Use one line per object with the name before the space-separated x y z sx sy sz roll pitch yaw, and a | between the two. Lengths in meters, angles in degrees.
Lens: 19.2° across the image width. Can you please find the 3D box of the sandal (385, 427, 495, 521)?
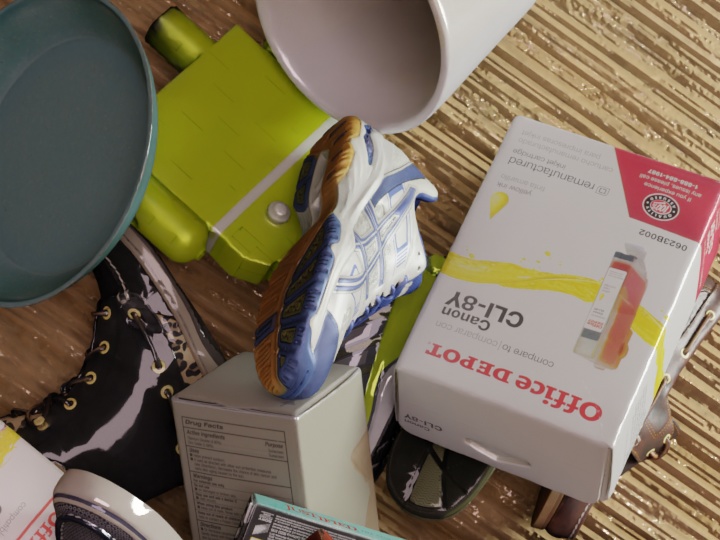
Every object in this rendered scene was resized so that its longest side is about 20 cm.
sandal | 0.086 0.078 1.372 0.080 0.057 0.201 36 74 20

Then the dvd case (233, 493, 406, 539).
dvd case | -0.032 0.240 1.238 0.146 0.022 0.200 18 101 -15

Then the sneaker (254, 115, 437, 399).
sneaker | 0.000 0.000 1.262 0.088 0.075 0.200 33 52 -21

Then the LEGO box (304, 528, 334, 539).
LEGO box | -0.044 0.268 1.187 0.200 0.077 0.149 -40 113 5

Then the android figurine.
android figurine | -0.074 -0.074 1.338 0.200 0.041 0.182 44 60 6

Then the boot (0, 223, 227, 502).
boot | -0.169 0.065 1.328 0.151 0.073 0.200 -33 97 -9

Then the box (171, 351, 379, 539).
box | -0.045 0.158 1.284 0.095 0.078 0.200 8 114 31

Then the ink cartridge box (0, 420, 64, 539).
ink cartridge box | -0.234 0.146 1.243 0.200 0.068 0.117 39 75 1

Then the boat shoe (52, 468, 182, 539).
boat shoe | -0.140 0.201 1.208 0.075 0.200 0.093 13 57 28

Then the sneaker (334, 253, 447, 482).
sneaker | -0.010 0.073 1.360 0.081 0.074 0.200 21 83 12

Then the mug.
mug | 0.042 -0.197 1.319 0.149 0.187 0.153 37 49 19

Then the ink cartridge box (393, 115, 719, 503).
ink cartridge box | 0.124 0.022 1.318 0.145 0.083 0.200 20 64 14

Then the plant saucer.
plant saucer | -0.189 -0.073 1.300 0.036 0.200 0.200 17 82 -51

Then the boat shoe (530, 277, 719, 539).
boat shoe | 0.178 0.088 1.379 0.070 0.070 0.200 27 83 -2
